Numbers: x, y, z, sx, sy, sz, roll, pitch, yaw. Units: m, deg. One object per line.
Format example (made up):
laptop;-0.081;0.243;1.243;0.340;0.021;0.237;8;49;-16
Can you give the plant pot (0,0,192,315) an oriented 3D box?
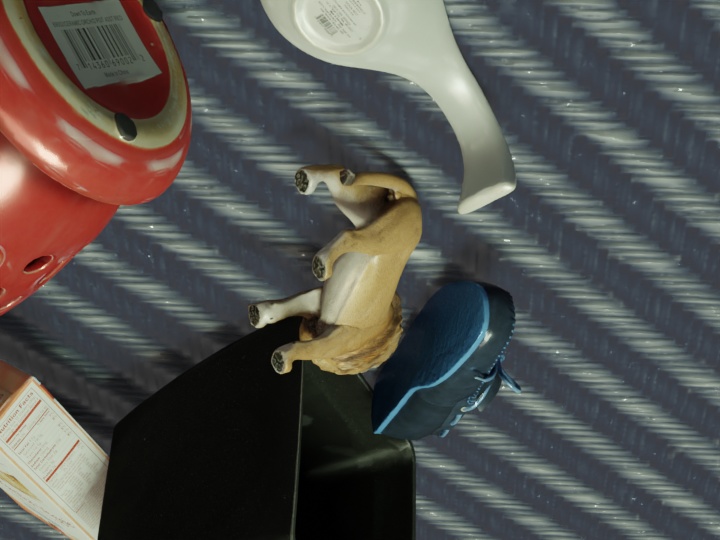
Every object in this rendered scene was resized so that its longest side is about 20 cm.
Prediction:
plant pot;-0.206;-0.089;0.866;0.182;0.201;0.200;-31;129;26

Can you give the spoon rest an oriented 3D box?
spoon rest;0.020;-0.124;0.912;0.099;0.061;0.200;-24;119;30

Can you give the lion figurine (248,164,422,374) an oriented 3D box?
lion figurine;0.000;0.000;1.040;0.122;0.073;0.200;-11;146;-36

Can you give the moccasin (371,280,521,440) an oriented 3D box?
moccasin;0.068;0.062;1.120;0.068;0.081;0.200;12;155;-16

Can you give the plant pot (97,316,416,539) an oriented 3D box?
plant pot;-0.077;0.179;1.159;0.176;0.201;0.200;-16;137;19

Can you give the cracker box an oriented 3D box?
cracker box;-0.247;0.133;1.197;0.134;0.058;0.200;21;154;40
